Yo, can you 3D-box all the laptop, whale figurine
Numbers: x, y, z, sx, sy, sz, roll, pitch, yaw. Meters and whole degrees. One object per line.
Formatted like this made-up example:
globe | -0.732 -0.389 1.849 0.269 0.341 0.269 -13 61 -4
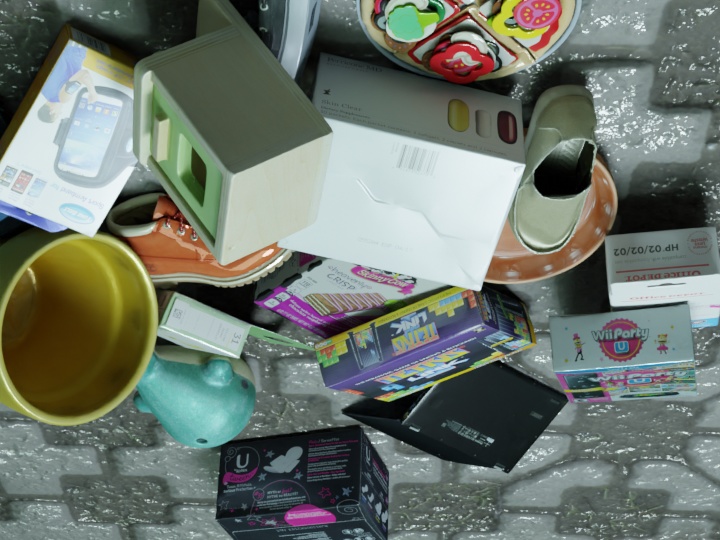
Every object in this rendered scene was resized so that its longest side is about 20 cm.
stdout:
laptop | 0.118 0.173 1.965 0.187 0.116 0.200 27 109 -32
whale figurine | -0.215 0.147 1.854 0.159 0.104 0.200 -24 144 33

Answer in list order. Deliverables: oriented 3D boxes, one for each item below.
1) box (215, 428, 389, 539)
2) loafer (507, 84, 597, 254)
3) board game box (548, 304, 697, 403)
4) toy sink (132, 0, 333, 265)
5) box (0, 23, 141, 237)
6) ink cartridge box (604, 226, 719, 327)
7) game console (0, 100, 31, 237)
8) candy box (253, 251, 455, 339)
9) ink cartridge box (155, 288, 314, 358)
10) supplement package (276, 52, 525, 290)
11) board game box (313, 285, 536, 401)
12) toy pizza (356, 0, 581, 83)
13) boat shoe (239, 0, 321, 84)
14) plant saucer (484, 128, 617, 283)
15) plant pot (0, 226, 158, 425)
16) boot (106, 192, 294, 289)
box | -0.074 0.295 2.059 0.199 0.115 0.132 -8 145 16
loafer | 0.183 -0.084 1.491 0.075 0.068 0.200 0 135 -3
board game box | 0.286 0.094 1.680 0.147 0.064 0.200 -5 163 12
toy sink | -0.129 -0.128 1.357 0.112 0.200 0.130 -25 154 -25
box | -0.270 -0.119 1.466 0.119 0.042 0.200 23 110 -28
ink cartridge box | 0.315 0.007 1.619 0.115 0.068 0.200 -5 163 9
game console | -0.428 -0.082 1.521 0.200 0.119 0.173 -25 104 34
candy box | 0.000 0.000 1.678 0.136 0.061 0.200 29 136 -34
ink cartridge box | -0.159 0.072 1.747 0.200 0.048 0.145 26 170 -28
supplement package | 0.037 -0.092 1.458 0.199 0.111 0.156 12 128 -7
board game box | 0.075 0.083 1.734 0.200 0.057 0.165 -23 162 22
toy pizza | 0.095 -0.229 1.372 0.200 0.032 0.200 1 145 1
boat shoe | -0.077 -0.217 1.374 0.066 0.070 0.200 20 147 3
plant saucer | 0.159 -0.067 1.577 0.200 0.032 0.201 -2 135 -2
plant pot | -0.346 0.045 1.633 0.189 0.201 0.201 12 159 44
boot | -0.167 -0.038 1.626 0.199 0.075 0.107 -7 139 15
